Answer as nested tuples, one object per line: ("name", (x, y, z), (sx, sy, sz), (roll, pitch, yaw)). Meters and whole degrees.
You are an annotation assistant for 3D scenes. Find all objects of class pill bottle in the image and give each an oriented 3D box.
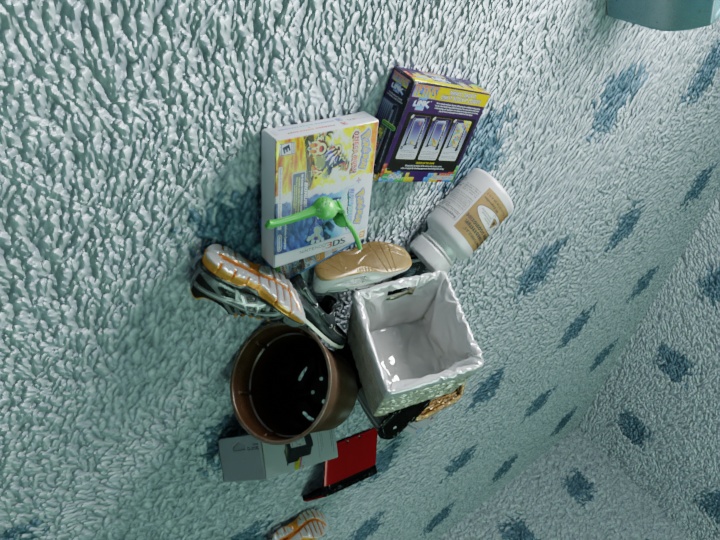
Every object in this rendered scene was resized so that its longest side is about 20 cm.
("pill bottle", (0.194, -0.089, 1.190), (0.200, 0.114, 0.114), (-46, 147, 0))

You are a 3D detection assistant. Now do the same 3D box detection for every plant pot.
("plant pot", (0.572, -0.545, 1.061), (0.196, 0.200, 0.196), (-46, 148, 0))
("plant pot", (-0.103, 0.212, 1.113), (0.201, 0.200, 0.198), (-48, 154, 4))

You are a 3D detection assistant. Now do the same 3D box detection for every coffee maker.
("coffee maker", (0.055, 0.214, 1.273), (0.189, 0.200, 0.137), (-30, 146, -21))

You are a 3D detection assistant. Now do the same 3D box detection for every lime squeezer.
("lime squeezer", (-0.044, -0.070, 0.897), (0.197, 0.038, 0.072), (11, 112, -48))

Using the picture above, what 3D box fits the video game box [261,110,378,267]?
("video game box", (-0.061, -0.120, 0.908), (0.179, 0.047, 0.205), (-22, 132, -35))

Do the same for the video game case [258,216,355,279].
("video game case", (-0.072, -0.069, 0.999), (0.197, 0.018, 0.145), (-30, 144, -25))

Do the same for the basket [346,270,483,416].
("basket", (0.090, 0.140, 1.128), (0.192, 0.204, 0.162), (-13, 153, -16))

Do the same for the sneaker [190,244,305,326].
("sneaker", (-0.166, 0.037, 0.918), (0.198, 0.079, 0.077), (33, 111, -31))

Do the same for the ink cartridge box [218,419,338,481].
("ink cartridge box", (-0.165, 0.359, 1.223), (0.143, 0.086, 0.197), (-19, 167, 40))

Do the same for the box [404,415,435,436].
("box", (0.193, 0.380, 1.752), (0.200, 0.041, 0.156), (-46, 147, 1))

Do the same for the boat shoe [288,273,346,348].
("boat shoe", (-0.071, 0.068, 1.060), (0.066, 0.074, 0.199), (-46, 130, 0))

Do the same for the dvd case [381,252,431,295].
("dvd case", (0.098, 0.027, 1.286), (0.196, 0.025, 0.153), (-11, 134, -42))

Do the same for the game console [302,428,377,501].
("game console", (-0.055, 0.523, 1.641), (0.196, 0.122, 0.171), (-5, 161, -45))

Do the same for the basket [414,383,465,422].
("basket", (0.170, 0.225, 1.398), (0.197, 0.150, 0.145), (-9, 139, -46))

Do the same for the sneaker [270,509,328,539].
("sneaker", (-0.174, 0.725, 1.678), (0.196, 0.079, 0.078), (-6, 144, -41))

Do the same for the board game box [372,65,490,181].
("board game box", (0.105, -0.231, 0.994), (0.196, 0.057, 0.169), (-8, 129, -44))

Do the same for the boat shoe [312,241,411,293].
("boat shoe", (0.000, 0.000, 1.109), (0.194, 0.072, 0.070), (-8, 145, -25))
